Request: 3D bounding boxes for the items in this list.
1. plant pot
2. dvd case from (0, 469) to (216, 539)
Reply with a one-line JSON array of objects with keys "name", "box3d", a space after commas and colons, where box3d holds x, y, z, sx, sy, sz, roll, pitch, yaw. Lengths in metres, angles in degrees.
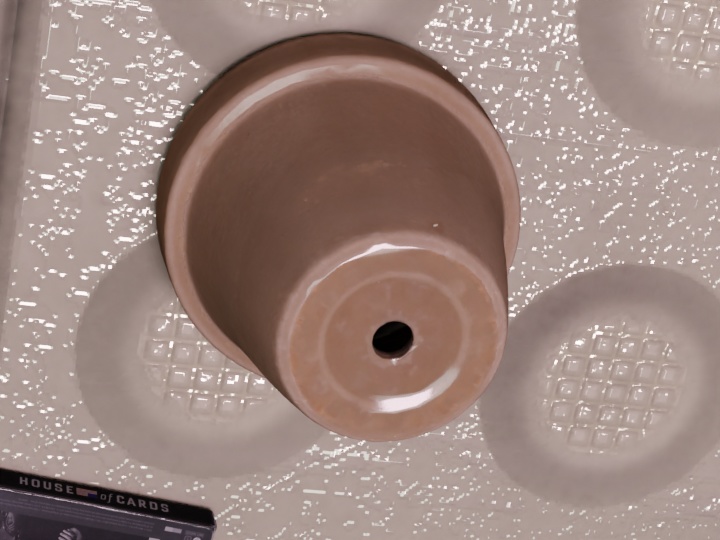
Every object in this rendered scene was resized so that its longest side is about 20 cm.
[{"name": "plant pot", "box3d": [0.000, 0.000, 0.921, 0.200, 0.175, 0.201, -5, 117, -9]}, {"name": "dvd case", "box3d": [-0.186, 0.218, 1.068, 0.150, 0.025, 0.200, 13, 112, -17]}]
